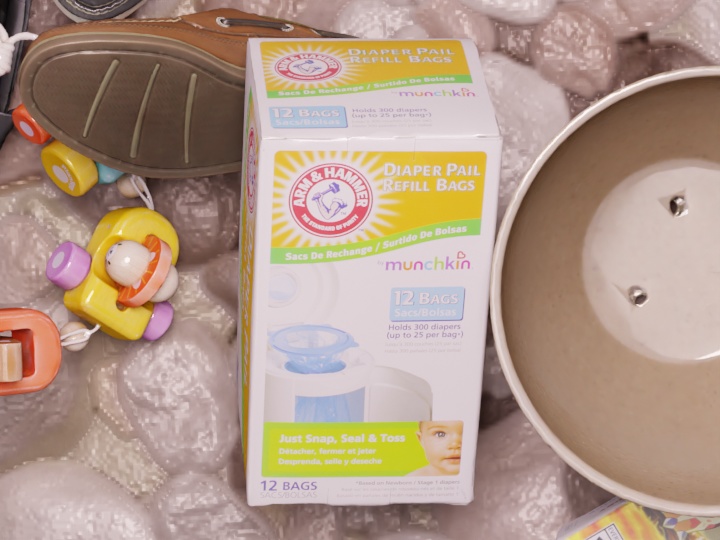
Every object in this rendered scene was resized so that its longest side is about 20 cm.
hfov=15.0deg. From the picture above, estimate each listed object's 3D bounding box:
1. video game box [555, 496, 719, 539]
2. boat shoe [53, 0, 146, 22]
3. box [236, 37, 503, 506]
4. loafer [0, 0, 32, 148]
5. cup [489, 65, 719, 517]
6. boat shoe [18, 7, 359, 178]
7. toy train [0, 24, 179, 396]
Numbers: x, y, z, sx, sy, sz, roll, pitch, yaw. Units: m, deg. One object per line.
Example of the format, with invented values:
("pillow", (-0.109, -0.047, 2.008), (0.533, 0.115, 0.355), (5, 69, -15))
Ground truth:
("video game box", (0.223, 0.168, 1.327), (0.182, 0.047, 0.200), (-32, 89, 8))
("boat shoe", (-0.091, -0.209, 1.329), (0.072, 0.068, 0.200), (35, 92, 1))
("box", (0.000, 0.000, 1.273), (0.112, 0.101, 0.200), (0, 121, -6))
("loafer", (-0.205, -0.076, 1.360), (0.070, 0.068, 0.201), (13, 93, 34))
("cup", (0.158, 0.002, 1.268), (0.200, 0.143, 0.201), (0, 97, 1))
("boat shoe", (-0.071, -0.088, 1.311), (0.200, 0.068, 0.072), (9, 124, -22))
("toy train", (-0.147, -0.023, 1.327), (0.056, 0.150, 0.200), (4, 92, 53))
